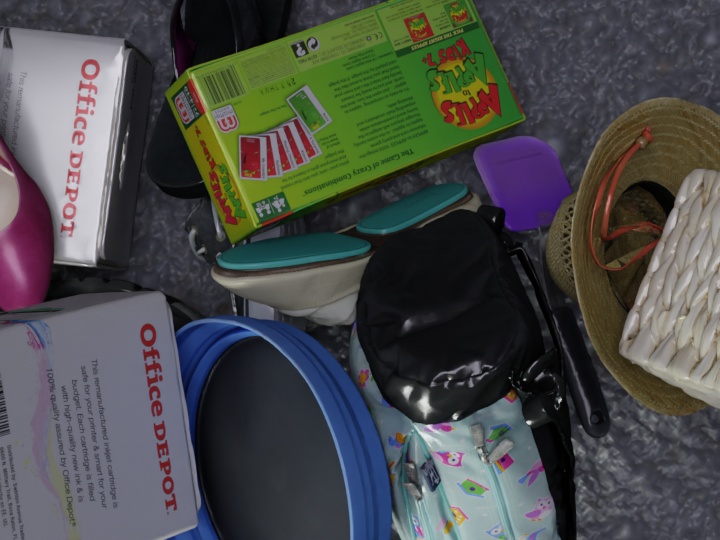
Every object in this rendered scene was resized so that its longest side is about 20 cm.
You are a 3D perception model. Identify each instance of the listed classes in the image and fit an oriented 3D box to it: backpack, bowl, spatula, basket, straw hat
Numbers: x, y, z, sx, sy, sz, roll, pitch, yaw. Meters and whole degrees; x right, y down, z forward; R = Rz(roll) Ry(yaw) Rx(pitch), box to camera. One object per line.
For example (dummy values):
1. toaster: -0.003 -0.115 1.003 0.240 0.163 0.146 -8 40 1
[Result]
1. backpack: 0.062 0.085 0.983 0.127 0.167 0.200 -11 128 7
2. bowl: -0.058 0.123 0.975 0.201 0.039 0.201 12 107 46
3. spatula: 0.125 0.010 1.060 0.056 0.021 0.200 -15 88 -19
4. basket: 0.264 0.032 0.949 0.200 0.123 0.136 25 86 -35
5. straw hat: 0.162 -0.012 1.018 0.085 0.201 0.201 2 85 47

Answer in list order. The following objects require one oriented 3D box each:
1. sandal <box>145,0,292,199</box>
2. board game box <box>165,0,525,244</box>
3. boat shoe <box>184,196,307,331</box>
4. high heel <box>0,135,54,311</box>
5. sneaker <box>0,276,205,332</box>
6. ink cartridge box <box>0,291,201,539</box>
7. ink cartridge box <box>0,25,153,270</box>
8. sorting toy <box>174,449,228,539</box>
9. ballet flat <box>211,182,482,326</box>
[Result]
1. sandal: -0.091 -0.141 1.050 0.075 0.048 0.201 -3 60 21
2. board game box: -0.007 -0.101 1.022 0.200 0.048 0.102 -23 88 -26
3. boat shoe: -0.076 -0.029 1.070 0.071 0.072 0.200 -8 74 14
4. high heel: -0.238 -0.069 0.986 0.067 0.096 0.200 -15 85 5
5. sneaker: -0.194 0.043 1.068 0.200 0.075 0.079 5 78 16
6. ink cartridge box: -0.197 0.099 0.937 0.084 0.200 0.145 -2 99 42
7. ink cartridge box: -0.245 -0.082 1.078 0.200 0.083 0.147 7 87 6
8. sorting toy: -0.154 0.162 1.073 0.185 0.036 0.200 -9 85 5
9. ballet flat: 0.000 0.000 1.018 0.200 0.069 0.069 -18 82 -33
